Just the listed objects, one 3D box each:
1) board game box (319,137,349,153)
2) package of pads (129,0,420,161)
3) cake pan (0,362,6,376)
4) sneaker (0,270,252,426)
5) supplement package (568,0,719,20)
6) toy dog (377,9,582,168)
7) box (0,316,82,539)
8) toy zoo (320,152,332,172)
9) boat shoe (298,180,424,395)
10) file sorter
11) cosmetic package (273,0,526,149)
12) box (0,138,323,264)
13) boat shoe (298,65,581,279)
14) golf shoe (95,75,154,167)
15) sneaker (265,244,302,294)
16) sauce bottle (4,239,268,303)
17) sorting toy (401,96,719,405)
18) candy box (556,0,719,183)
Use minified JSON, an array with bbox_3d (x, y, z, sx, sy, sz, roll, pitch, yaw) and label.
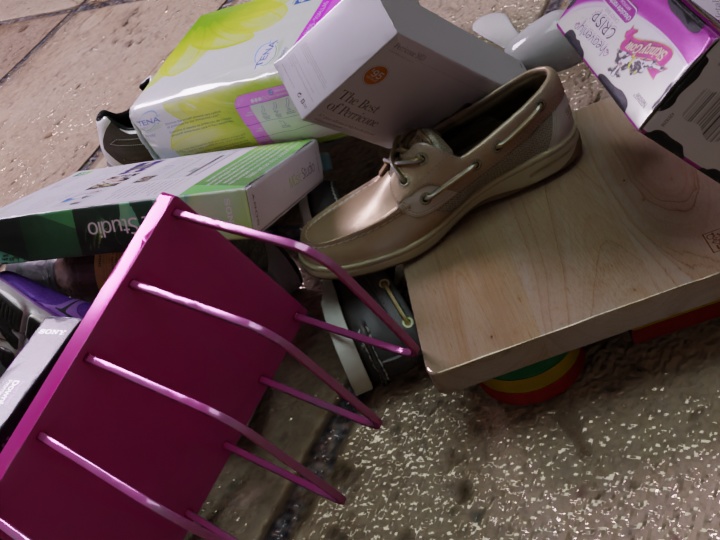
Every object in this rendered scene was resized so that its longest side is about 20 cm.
[{"bbox_3d":[-0.040,-0.136,0.878,0.200,0.096,0.030,-32,67,-5],"label":"board game box"},{"bbox_3d":[-0.065,-0.154,0.777,0.199,0.068,0.155,-7,40,30],"label":"package of pads"},{"bbox_3d":[-0.247,0.112,0.745,0.200,0.037,0.201,-17,37,13],"label":"cake pan"},{"bbox_3d":[-0.161,0.052,0.682,0.199,0.081,0.084,25,45,-4],"label":"sneaker"},{"bbox_3d":[0.272,-0.264,0.829,0.109,0.114,0.200,-41,37,-21],"label":"supplement package"},{"bbox_3d":[0.090,-0.141,0.809,0.199,0.132,0.096,4,7,29],"label":"toy dog"},{"bbox_3d":[-0.187,0.146,0.579,0.036,0.143,0.200,-1,43,27],"label":"box"},{"bbox_3d":[-0.116,-0.061,0.825,0.199,0.021,0.131,-14,-3,15],"label":"toy zoo"},{"bbox_3d":[0.000,0.000,0.709,0.060,0.072,0.202,-21,44,3],"label":"boat shoe"},{"bbox_3d":[-0.077,0.087,0.546,0.125,0.139,0.200,15,70,40],"label":"file sorter"},{"bbox_3d":[0.042,-0.119,0.665,0.083,0.200,0.051,-40,64,26],"label":"cosmetic package"},{"bbox_3d":[-0.139,-0.047,0.687,0.199,0.036,0.144,-7,17,18],"label":"box"},{"bbox_3d":[0.044,-0.064,0.643,0.200,0.065,0.072,-27,36,-1],"label":"boat shoe"},{"bbox_3d":[-0.159,-0.156,0.976,0.200,0.095,0.078,-32,35,-11],"label":"golf shoe"},{"bbox_3d":[-0.144,0.016,0.776,0.199,0.075,0.087,0,49,33],"label":"sneaker"},{"bbox_3d":[-0.165,-0.003,0.724,0.199,0.065,0.065,-2,42,22],"label":"sauce bottle"},{"bbox_3d":[0.131,-0.011,0.640,0.198,0.070,0.200,-20,37,8],"label":"sorting toy"},{"bbox_3d":[0.219,-0.088,0.574,0.061,0.200,0.137,-52,28,25],"label":"candy box"}]
